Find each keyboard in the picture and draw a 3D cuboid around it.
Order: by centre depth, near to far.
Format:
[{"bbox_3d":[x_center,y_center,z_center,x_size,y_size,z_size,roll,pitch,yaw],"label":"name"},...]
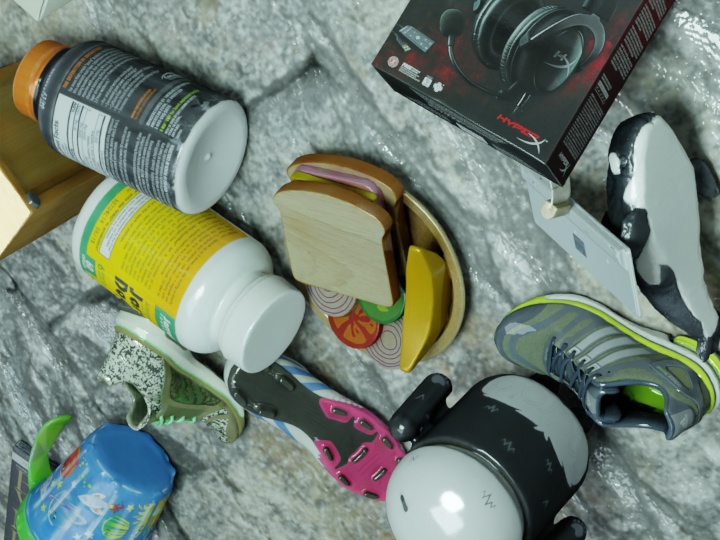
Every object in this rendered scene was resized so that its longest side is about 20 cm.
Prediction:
[{"bbox_3d":[0.164,-0.026,1.593,0.200,0.011,0.057,-129,17,-62],"label":"keyboard"}]

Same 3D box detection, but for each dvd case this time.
[{"bbox_3d":[-0.321,0.291,2.285,0.148,0.016,0.201,31,133,20],"label":"dvd case"}]

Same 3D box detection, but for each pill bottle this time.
[{"bbox_3d":[-0.204,-0.133,1.838,0.199,0.106,0.107,26,132,24],"label":"pill bottle"},{"bbox_3d":[-0.148,0.002,1.864,0.199,0.113,0.113,34,135,24],"label":"pill bottle"}]

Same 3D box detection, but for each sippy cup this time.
[{"bbox_3d":[-0.252,0.226,2.107,0.177,0.140,0.131,32,121,-9],"label":"sippy cup"}]

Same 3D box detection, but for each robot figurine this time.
[{"bbox_3d":[0.105,0.164,1.714,0.149,0.200,0.126,17,129,29],"label":"robot figurine"}]

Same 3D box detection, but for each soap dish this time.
[{"bbox_3d":[-0.318,-0.103,1.898,0.081,0.200,0.158,-34,93,23],"label":"soap dish"}]

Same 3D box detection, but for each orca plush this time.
[{"bbox_3d":[0.216,-0.030,1.580,0.071,0.105,0.200,12,147,46],"label":"orca plush"}]

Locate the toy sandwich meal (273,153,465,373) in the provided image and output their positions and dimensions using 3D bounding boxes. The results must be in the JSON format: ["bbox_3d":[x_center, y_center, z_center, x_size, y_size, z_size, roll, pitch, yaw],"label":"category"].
[{"bbox_3d":[0.000,0.000,1.784,0.204,0.070,0.206,21,129,28],"label":"toy sandwich meal"}]

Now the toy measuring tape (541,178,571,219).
[{"bbox_3d":[0.116,-0.138,1.574,0.073,0.073,0.202,0,98,39],"label":"toy measuring tape"}]

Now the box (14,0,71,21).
[{"bbox_3d":[-0.306,-0.316,1.807,0.200,0.095,0.078,43,137,10],"label":"box"}]

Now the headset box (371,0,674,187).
[{"bbox_3d":[0.125,-0.185,1.489,0.148,0.077,0.201,32,89,18],"label":"headset box"}]

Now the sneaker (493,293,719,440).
[{"bbox_3d":[0.188,0.077,1.674,0.199,0.081,0.074,15,126,32],"label":"sneaker"}]

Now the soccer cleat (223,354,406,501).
[{"bbox_3d":[-0.036,0.128,1.914,0.200,0.086,0.070,37,101,-12],"label":"soccer cleat"}]

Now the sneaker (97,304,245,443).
[{"bbox_3d":[-0.182,0.114,1.964,0.077,0.089,0.200,21,160,43],"label":"sneaker"}]
